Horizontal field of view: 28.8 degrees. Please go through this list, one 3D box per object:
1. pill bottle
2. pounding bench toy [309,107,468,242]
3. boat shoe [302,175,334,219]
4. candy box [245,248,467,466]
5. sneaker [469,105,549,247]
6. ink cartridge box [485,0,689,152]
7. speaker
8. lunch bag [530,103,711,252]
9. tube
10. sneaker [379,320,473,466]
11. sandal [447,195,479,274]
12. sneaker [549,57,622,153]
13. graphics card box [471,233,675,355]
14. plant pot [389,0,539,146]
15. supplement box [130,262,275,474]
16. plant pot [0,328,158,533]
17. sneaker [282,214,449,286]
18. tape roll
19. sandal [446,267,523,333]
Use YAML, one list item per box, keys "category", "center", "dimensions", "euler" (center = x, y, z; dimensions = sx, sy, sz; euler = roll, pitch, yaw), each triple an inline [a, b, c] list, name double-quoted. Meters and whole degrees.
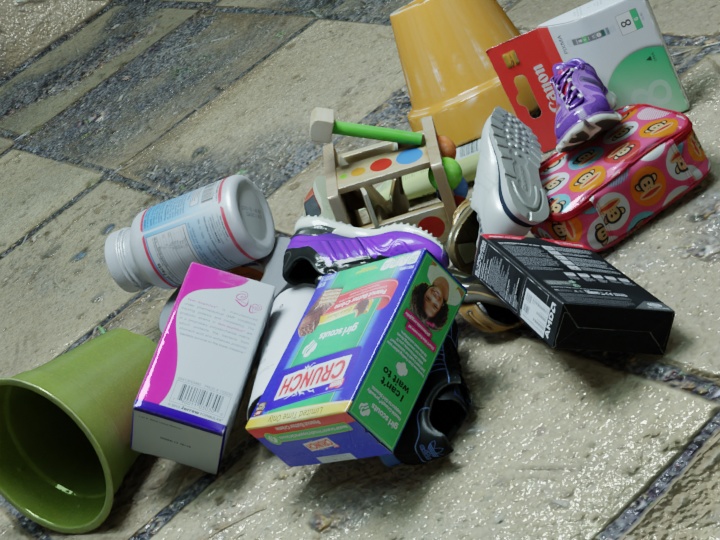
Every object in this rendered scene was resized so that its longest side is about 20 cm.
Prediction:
- category: "pill bottle"
  center: [-0.216, -0.040, 1.757]
  dimensions: [0.200, 0.109, 0.109]
  euler: [-19, 29, 22]
- category: "pounding bench toy"
  center: [0.039, -0.119, 1.656]
  dimensions: [0.156, 0.200, 0.124]
  euler: [-16, 34, 7]
- category: "boat shoe"
  center: [-0.041, -0.046, 1.792]
  dimensions: [0.200, 0.071, 0.063]
  euler: [-102, 34, -54]
- category: "candy box"
  center: [-0.005, 0.088, 1.388]
  dimensions: [0.169, 0.077, 0.200]
  euler: [-16, 41, 49]
- category: "sneaker"
  center: [0.153, -0.103, 1.546]
  dimensions: [0.081, 0.076, 0.200]
  euler: [-49, 22, 36]
- category: "ink cartridge box"
  center: [0.273, -0.232, 1.687]
  dimensions: [0.200, 0.161, 0.050]
  euler: [-23, 24, 14]
- category: "speaker"
  center: [-0.073, 0.104, 1.547]
  dimensions: [0.081, 0.081, 0.200]
  euler: [-21, 28, 18]
- category: "lunch bag"
  center: [0.273, -0.106, 1.570]
  dimensions: [0.200, 0.082, 0.176]
  euler: [-35, 23, -7]
- category: "tube"
  center: [0.094, -0.123, 1.809]
  dimensions: [0.200, 0.058, 0.052]
  euler: [-19, 67, 27]
- category: "sneaker"
  center: [0.079, 0.114, 1.400]
  dimensions: [0.078, 0.070, 0.200]
  euler: [-11, 40, 31]
- category: "sandal"
  center: [0.137, -0.058, 1.617]
  dimensions: [0.054, 0.080, 0.200]
  euler: [-10, 29, 30]
- category: "sneaker"
  center: [0.240, -0.192, 1.577]
  dimensions: [0.081, 0.083, 0.200]
  euler: [-29, 13, 16]
- category: "graphics card box"
  center: [0.205, 0.021, 1.379]
  dimensions: [0.125, 0.051, 0.200]
  euler: [5, 17, -22]
- category: "plant pot"
  center: [0.133, -0.279, 1.828]
  dimensions: [0.200, 0.183, 0.200]
  euler: [-25, 11, 5]
- category: "supplement box"
  center: [-0.172, 0.105, 1.538]
  dimensions: [0.101, 0.103, 0.200]
  euler: [17, 54, 1]
- category: "plant pot"
  center: [-0.307, 0.162, 1.593]
  dimensions: [0.200, 0.200, 0.190]
  euler: [-9, 22, 36]
- category: "sneaker"
  center: [0.000, 0.000, 1.575]
  dimensions: [0.200, 0.070, 0.100]
  euler: [6, 49, 27]
- category: "tape roll"
  center: [-0.148, 0.044, 1.738]
  dimensions: [0.200, 0.066, 0.200]
  euler: [-23, 28, 13]
- category: "sandal"
  center: [0.126, 0.036, 1.475]
  dimensions: [0.200, 0.055, 0.082]
  euler: [9, 13, 24]
